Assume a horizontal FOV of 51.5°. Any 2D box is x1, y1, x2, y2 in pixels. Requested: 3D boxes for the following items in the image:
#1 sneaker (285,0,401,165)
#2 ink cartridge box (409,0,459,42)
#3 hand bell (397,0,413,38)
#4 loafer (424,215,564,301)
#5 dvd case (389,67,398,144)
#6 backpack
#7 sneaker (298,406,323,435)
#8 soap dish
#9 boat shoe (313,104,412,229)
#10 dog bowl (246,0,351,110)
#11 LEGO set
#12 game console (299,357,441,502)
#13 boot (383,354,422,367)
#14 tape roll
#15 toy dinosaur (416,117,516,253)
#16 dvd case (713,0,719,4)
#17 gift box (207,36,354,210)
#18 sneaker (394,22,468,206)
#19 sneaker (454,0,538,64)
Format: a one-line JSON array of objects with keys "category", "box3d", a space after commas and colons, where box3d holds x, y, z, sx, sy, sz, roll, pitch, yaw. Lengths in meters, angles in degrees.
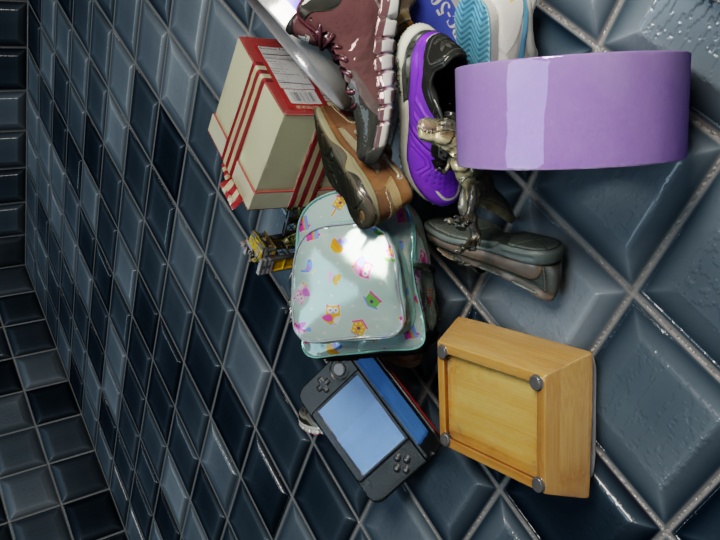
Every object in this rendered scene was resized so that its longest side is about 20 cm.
[{"category": "sneaker", "box3d": [-0.022, -0.215, 0.768, 0.076, 0.112, 0.206, -148, 61, -77]}, {"category": "ink cartridge box", "box3d": [0.077, -0.327, 0.884, 0.094, 0.043, 0.204, -47, 61, 52]}, {"category": "hand bell", "box3d": [0.052, -0.266, 0.841, 0.103, 0.103, 0.204, -20, 94, 55]}, {"category": "loafer", "box3d": [0.144, -0.016, 0.849, 0.198, 0.071, 0.065, 21, 122, 51]}, {"category": "dvd case", "box3d": [-0.002, -0.211, 1.053, 0.143, 0.017, 0.204, 44, 133, 40]}, {"category": "backpack", "box3d": [0.000, 0.000, 0.899, 0.171, 0.153, 0.206, -7, 78, 19]}, {"category": "sneaker", "box3d": [-0.033, 0.204, 1.161, 0.198, 0.073, 0.090, -16, 86, 51]}, {"category": "soap dish", "box3d": [0.168, 0.151, 0.844, 0.198, 0.080, 0.162, 13, 109, 52]}, {"category": "boat shoe", "box3d": [0.001, -0.124, 0.858, 0.077, 0.072, 0.202, 83, 165, -47]}, {"category": "dog bowl", "box3d": [-0.057, -0.291, 0.874, 0.079, 0.200, 0.201, -41, 54, 3]}, {"category": "LEGO set", "box3d": [-0.110, -0.034, 1.169, 0.202, 0.114, 0.155, 58, 140, 28]}, {"category": "game console", "box3d": [0.005, 0.198, 1.019, 0.172, 0.118, 0.201, -43, 73, 13]}, {"category": "boot", "box3d": [0.048, 0.012, 1.004, 0.157, 0.075, 0.202, -60, 44, 38]}, {"category": "tape roll", "box3d": [0.180, -0.138, 0.648, 0.198, 0.196, 0.087, 12, 108, 53]}, {"category": "toy dinosaur", "box3d": [0.115, -0.070, 0.758, 0.047, 0.200, 0.090, 3, 64, 38]}, {"category": "dvd case", "box3d": [0.284, -0.343, 0.595, 0.151, 0.024, 0.203, 50, 136, 36]}, {"category": "gift box", "box3d": [-0.099, -0.182, 1.027, 0.188, 0.181, 0.203, -59, 45, 42]}, {"category": "sneaker", "box3d": [0.090, -0.148, 0.785, 0.099, 0.069, 0.204, 38, 148, 49]}, {"category": "sneaker", "box3d": [0.147, -0.200, 0.793, 0.077, 0.080, 0.203, 46, 153, 38]}]
